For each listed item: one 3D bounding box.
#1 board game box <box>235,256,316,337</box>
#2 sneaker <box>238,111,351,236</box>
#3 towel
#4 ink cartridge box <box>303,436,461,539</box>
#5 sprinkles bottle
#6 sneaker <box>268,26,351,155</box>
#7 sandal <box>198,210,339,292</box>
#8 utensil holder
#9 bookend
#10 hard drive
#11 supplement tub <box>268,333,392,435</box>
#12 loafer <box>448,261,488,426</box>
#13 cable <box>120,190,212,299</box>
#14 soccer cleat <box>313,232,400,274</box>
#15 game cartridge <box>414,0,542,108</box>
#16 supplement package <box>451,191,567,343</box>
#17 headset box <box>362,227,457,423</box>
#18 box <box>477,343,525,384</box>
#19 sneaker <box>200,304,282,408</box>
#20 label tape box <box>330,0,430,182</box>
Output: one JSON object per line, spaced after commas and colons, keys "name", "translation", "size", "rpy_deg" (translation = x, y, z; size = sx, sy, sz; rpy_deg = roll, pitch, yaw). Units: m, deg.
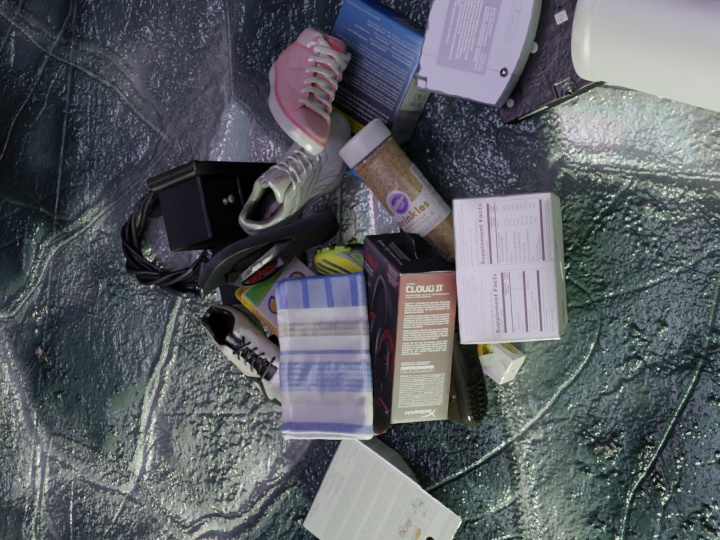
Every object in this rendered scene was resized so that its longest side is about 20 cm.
{"name": "board game box", "translation": [-0.066, 0.060, 1.396], "size": [0.199, 0.095, 0.030], "rpy_deg": [40, 151, 22]}
{"name": "sneaker", "translation": [-0.083, -0.117, 1.375], "size": [0.077, 0.099, 0.201], "rpy_deg": [37, 97, 13]}
{"name": "towel", "translation": [-0.047, 0.106, 1.312], "size": [0.145, 0.024, 0.204], "rpy_deg": [-4, 87, 38]}
{"name": "ink cartridge box", "translation": [0.032, 0.333, 1.455], "size": [0.198, 0.057, 0.165], "rpy_deg": [32, 110, 19]}
{"name": "sprinkles bottle", "translation": [0.059, -0.093, 1.349], "size": [0.068, 0.068, 0.201], "rpy_deg": [-37, 96, 29]}
{"name": "sneaker", "translation": [-0.058, -0.235, 1.339], "size": [0.105, 0.075, 0.202], "rpy_deg": [-44, 34, 22]}
{"name": "sandal", "translation": [-0.115, -0.019, 1.381], "size": [0.197, 0.076, 0.043], "rpy_deg": [-24, 70, -9]}
{"name": "utensil holder", "translation": [0.347, -0.261, 1.132], "size": [0.198, 0.169, 0.173], "rpy_deg": [22, 105, 27]}
{"name": "bookend", "translation": [-0.174, -0.041, 1.469], "size": [0.091, 0.199, 0.203], "rpy_deg": [-16, 84, 33]}
{"name": "hard drive", "translation": [0.205, -0.295, 1.296], "size": [0.138, 0.038, 0.204], "rpy_deg": [-22, 82, 32]}
{"name": "supplement tub", "translation": [-0.044, 0.144, 1.451], "size": [0.197, 0.106, 0.109], "rpy_deg": [15, 102, 31]}
{"name": "loafer", "translation": [0.104, 0.092, 1.320], "size": [0.070, 0.073, 0.204], "rpy_deg": [-6, 92, 33]}
{"name": "cable", "translation": [-0.292, -0.053, 1.634], "size": [0.198, 0.050, 0.166], "rpy_deg": [21, 104, 31]}
{"name": "soccer cleat", "translation": [0.000, 0.000, 1.409], "size": [0.199, 0.064, 0.085], "rpy_deg": [-5, 98, 56]}
{"name": "game cartridge", "translation": [0.146, -0.303, 1.282], "size": [0.131, 0.040, 0.204], "rpy_deg": [18, 102, 26]}
{"name": "supplement package", "translation": [0.174, -0.005, 1.227], "size": [0.109, 0.200, 0.159], "rpy_deg": [-3, 91, 14]}
{"name": "headset box", "translation": [0.053, 0.054, 1.263], "size": [0.149, 0.074, 0.204], "rpy_deg": [-130, 40, -65]}
{"name": "box", "translation": [0.120, 0.070, 1.376], "size": [0.199, 0.041, 0.039], "rpy_deg": [38, 113, 26]}
{"name": "sneaker", "translation": [-0.138, 0.114, 1.406], "size": [0.199, 0.080, 0.074], "rpy_deg": [38, 98, 29]}
{"name": "label tape box", "translation": [0.012, -0.238, 1.413], "size": [0.143, 0.063, 0.203], "rpy_deg": [35, 113, 26]}
